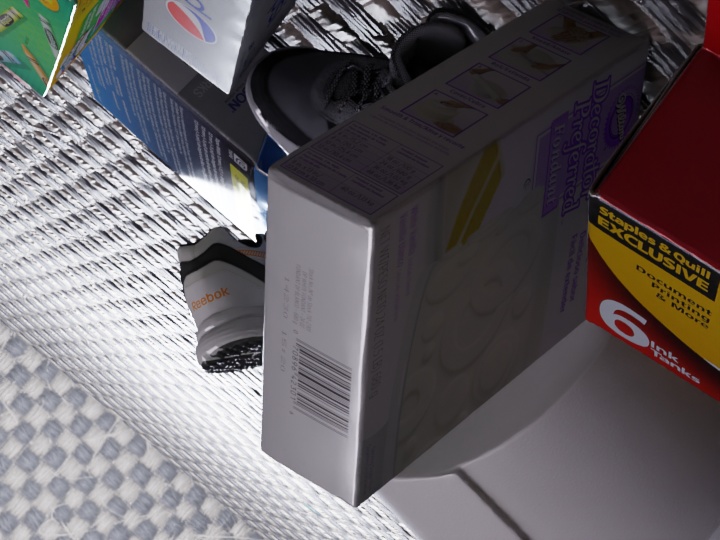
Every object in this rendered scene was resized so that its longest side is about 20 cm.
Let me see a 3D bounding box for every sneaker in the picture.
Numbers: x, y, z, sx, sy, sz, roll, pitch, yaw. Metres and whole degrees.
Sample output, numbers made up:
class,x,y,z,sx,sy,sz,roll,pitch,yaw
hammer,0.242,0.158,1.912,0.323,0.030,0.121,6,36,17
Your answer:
class,x,y,z,sx,sy,sz,roll,pitch,yaw
sneaker,-0.042,0.015,1.112,0.200,0.073,0.081,11,-125,-66
sneaker,0.018,-0.092,0.950,0.199,0.076,0.114,23,160,25

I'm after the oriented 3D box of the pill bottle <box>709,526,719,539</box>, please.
class,x,y,z,sx,sy,sz,roll,pitch,yaw
pill bottle,0.250,0.179,1.134,0.113,0.114,0.200,42,164,-18

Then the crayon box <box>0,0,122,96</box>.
class,x,y,z,sx,sy,sz,roll,pitch,yaw
crayon box,-0.145,-0.175,0.980,0.058,0.119,0.200,38,164,-6

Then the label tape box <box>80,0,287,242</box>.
class,x,y,z,sx,sy,sz,roll,pitch,yaw
label tape box,-0.085,-0.095,1.146,0.200,0.066,0.143,39,165,12

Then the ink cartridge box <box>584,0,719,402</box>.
class,x,y,z,sx,sy,sz,roll,pitch,yaw
ink cartridge box,0.191,0.007,0.724,0.199,0.084,0.176,33,164,19

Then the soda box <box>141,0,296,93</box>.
class,x,y,z,sx,sy,sz,roll,pitch,yaw
soda box,-0.064,-0.162,0.931,0.063,0.069,0.200,35,165,1

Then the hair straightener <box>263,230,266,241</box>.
class,x,y,z,sx,sy,sz,roll,pitch,yaw
hair straightener,0.000,0.000,0.977,0.041,0.078,0.199,21,173,-34

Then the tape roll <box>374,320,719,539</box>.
class,x,y,z,sx,sy,sz,roll,pitch,yaw
tape roll,0.094,0.066,0.990,0.202,0.203,0.139,16,155,53

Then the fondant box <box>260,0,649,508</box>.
class,x,y,z,sx,sy,sz,roll,pitch,yaw
fondant box,0.042,-0.012,0.801,0.058,0.200,0.145,26,131,28
